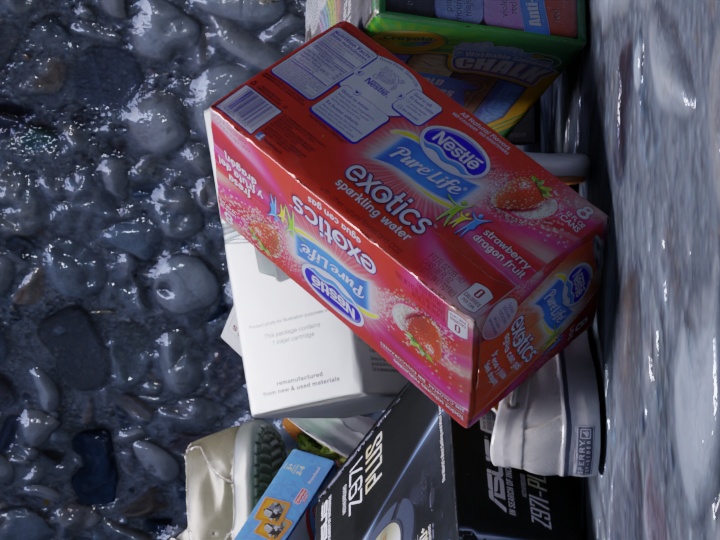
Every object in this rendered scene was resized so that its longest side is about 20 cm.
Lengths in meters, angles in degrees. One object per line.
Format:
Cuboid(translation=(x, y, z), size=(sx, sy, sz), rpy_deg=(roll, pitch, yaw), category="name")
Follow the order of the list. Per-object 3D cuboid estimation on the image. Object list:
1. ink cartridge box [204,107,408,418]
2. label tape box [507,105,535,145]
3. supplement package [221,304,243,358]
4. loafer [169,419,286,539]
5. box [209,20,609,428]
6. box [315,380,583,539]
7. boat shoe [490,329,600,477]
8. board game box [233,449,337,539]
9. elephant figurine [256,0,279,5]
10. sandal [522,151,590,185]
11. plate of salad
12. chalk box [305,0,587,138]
Cuboid(translation=(-0.019, -0.010, 1.225), size=(0.147, 0.083, 0.200), rpy_deg=(11, -112, -65), category="ink cartridge box")
Cuboid(translation=(0.091, -0.191, 1.389), size=(0.144, 0.063, 0.200), rpy_deg=(-100, 10, -86), category="label tape box")
Cuboid(translation=(0.000, 0.000, 1.404), size=(0.117, 0.117, 0.200), rpy_deg=(-31, -23, -42), category="supplement package")
Cuboid(translation=(-0.091, 0.202, 1.309), size=(0.075, 0.070, 0.200), rpy_deg=(23, -112, -63), category="loafer")
Cuboid(translation=(0.023, -0.028, 1.006), size=(0.200, 0.100, 0.096), rpy_deg=(39, 152, 28), category="box")
Cuboid(translation=(0.048, 0.168, 1.097), size=(0.164, 0.086, 0.200), rpy_deg=(-54, 24, 36), category="box")
Cuboid(translation=(0.088, 0.050, 1.066), size=(0.200, 0.070, 0.071), rpy_deg=(-91, 0, -60), category="boat shoe")
Cuboid(translation=(-0.066, 0.236, 1.224), size=(0.200, 0.037, 0.151), rpy_deg=(-56, -29, -36), category="board game box")
Cuboid(translation=(0.023, -0.249, 1.217), size=(0.142, 0.200, 0.155), rpy_deg=(-88, -2, -85), category="elephant figurine")
Cuboid(translation=(0.084, -0.037, 1.099), size=(0.207, 0.079, 0.059), rpy_deg=(-130, 43, -87), category="sandal")
Cuboid(translation=(0.029, 0.145, 1.321), size=(0.048, 0.200, 0.200), rpy_deg=(-63, 1, 1), category="plate of salad")
Cuboid(translation=(0.052, -0.166, 1.094), size=(0.200, 0.124, 0.125), rpy_deg=(132, 143, -64), category="chalk box")
